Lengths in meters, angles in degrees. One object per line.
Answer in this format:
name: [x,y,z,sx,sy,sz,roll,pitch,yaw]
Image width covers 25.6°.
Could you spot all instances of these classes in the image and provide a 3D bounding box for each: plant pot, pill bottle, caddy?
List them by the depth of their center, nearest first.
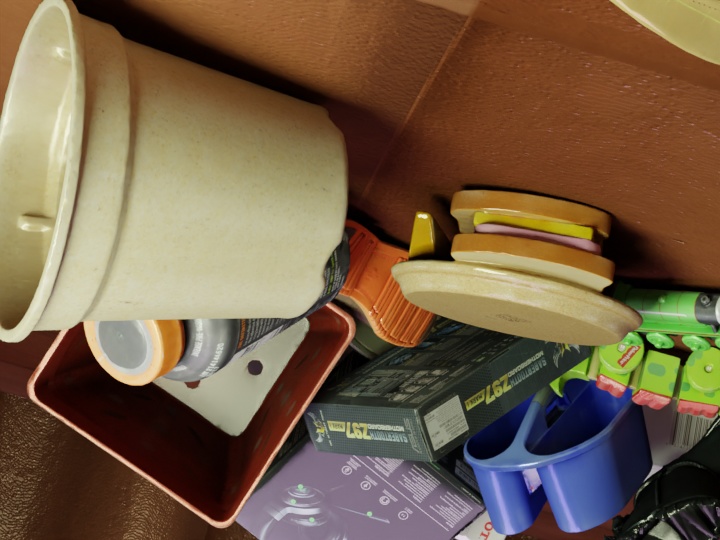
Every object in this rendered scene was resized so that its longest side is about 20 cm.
plant pot: [-0.114,-0.047,0.954,0.181,0.203,0.200,9,171,-25]
pill bottle: [-0.101,0.010,1.099,0.105,0.108,0.199,5,-158,34]
plant pot: [-0.133,0.066,1.339,0.199,0.201,0.176,34,-178,0]
caddy: [0.177,0.150,1.405,0.140,0.106,0.200,-9,-165,32]

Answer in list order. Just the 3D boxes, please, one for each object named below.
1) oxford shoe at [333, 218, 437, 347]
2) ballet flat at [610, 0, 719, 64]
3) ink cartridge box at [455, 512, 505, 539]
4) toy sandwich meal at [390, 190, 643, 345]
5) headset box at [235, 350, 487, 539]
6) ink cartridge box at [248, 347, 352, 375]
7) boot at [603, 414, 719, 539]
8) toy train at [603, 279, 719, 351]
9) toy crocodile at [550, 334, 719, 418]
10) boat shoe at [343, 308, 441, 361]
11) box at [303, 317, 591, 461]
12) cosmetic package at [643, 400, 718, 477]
oxford shoe: [0.000,0.000,1.274,0.073,0.072,0.200,26,170,39]
ballet flat: [0.107,-0.132,0.591,0.198,0.069,0.063,20,152,-24]
ink cartridge box: [0.077,0.168,1.558,0.198,0.146,0.084,24,-158,-2]
toy sandwich meal: [0.113,-0.001,1.127,0.202,0.071,0.205,12,171,2]
headset box: [-0.003,0.203,1.481,0.174,0.200,0.093,38,-155,-12]
ink cartridge box: [-0.089,0.123,1.548,0.144,0.202,0.048,23,167,-33]
boot: [0.299,0.186,1.352,0.074,0.198,0.162,52,-162,3]
toy train: [0.209,0.031,1.206,0.198,0.042,0.056,2,151,45]
toy crocodile: [0.258,0.094,1.353,0.197,0.063,0.068,13,167,7]
boat shoe: [0.068,0.076,1.465,0.197,0.075,0.066,9,157,-16]
box: [0.071,0.090,1.318,0.199,0.052,0.157,-28,-164,-36]
cosmetic package: [0.295,0.173,1.599,0.111,0.082,0.200,14,166,-7]
